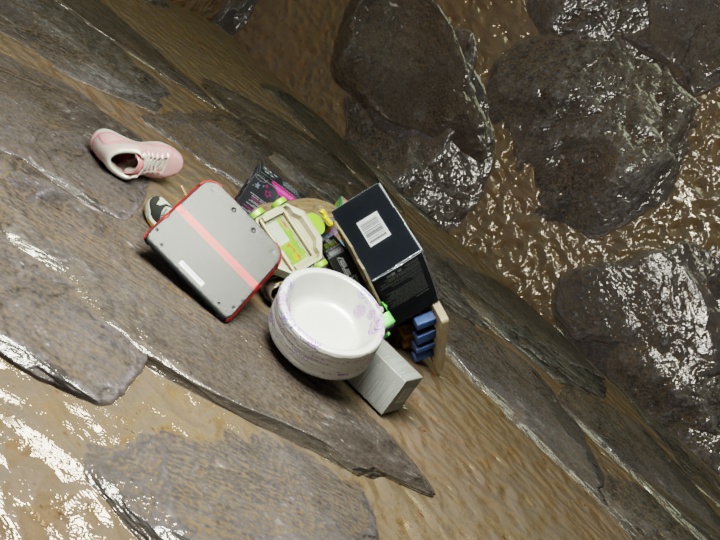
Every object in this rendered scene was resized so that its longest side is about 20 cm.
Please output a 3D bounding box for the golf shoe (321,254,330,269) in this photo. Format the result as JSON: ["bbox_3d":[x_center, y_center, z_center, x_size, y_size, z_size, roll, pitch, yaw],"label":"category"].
[{"bbox_3d":[-0.089,0.049,1.804,0.090,0.074,0.201,-9,45,-26],"label":"golf shoe"}]

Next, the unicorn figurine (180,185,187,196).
[{"bbox_3d":[-0.252,-0.069,1.671,0.197,0.074,0.138,13,34,-35],"label":"unicorn figurine"}]

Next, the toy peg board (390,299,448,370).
[{"bbox_3d":[0.105,0.102,1.937,0.202,0.096,0.201,87,-19,-53],"label":"toy peg board"}]

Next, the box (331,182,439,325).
[{"bbox_3d":[0.054,-0.031,1.806,0.202,0.123,0.197,59,-1,34],"label":"box"}]

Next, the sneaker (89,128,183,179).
[{"bbox_3d":[-0.423,-0.209,1.716,0.198,0.076,0.105,14,22,-43],"label":"sneaker"}]

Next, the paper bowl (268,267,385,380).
[{"bbox_3d":[-0.063,0.101,1.515,0.197,0.105,0.203,16,40,-14],"label":"paper bowl"}]

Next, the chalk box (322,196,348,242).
[{"bbox_3d":[-0.032,-0.082,2.046,0.123,0.201,0.125,35,14,-9],"label":"chalk box"}]

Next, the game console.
[{"bbox_3d":[-0.243,-0.038,1.489,0.200,0.177,0.031,45,-31,-6],"label":"game console"}]

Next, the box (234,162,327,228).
[{"bbox_3d":[-0.185,-0.130,1.993,0.199,0.115,0.132,36,13,-13],"label":"box"}]

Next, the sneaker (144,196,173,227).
[{"bbox_3d":[-0.318,-0.085,1.575,0.075,0.088,0.200,18,23,-49],"label":"sneaker"}]

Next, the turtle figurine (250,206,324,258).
[{"bbox_3d":[-0.143,-0.045,1.757,0.197,0.151,0.101,26,-26,12],"label":"turtle figurine"}]

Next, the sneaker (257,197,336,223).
[{"bbox_3d":[-0.143,-0.089,1.898,0.196,0.114,0.072,-5,39,-29],"label":"sneaker"}]

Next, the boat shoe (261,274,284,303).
[{"bbox_3d":[-0.094,0.057,1.680,0.197,0.073,0.060,18,13,-22],"label":"boat shoe"}]

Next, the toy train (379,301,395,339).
[{"bbox_3d":[0.032,0.117,1.732,0.057,0.041,0.200,56,-17,13],"label":"toy train"}]

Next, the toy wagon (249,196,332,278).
[{"bbox_3d":[-0.125,-0.063,1.674,0.157,0.039,0.199,56,40,1],"label":"toy wagon"}]

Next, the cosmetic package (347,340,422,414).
[{"bbox_3d":[0.010,0.164,1.630,0.199,0.091,0.106,41,13,20],"label":"cosmetic package"}]

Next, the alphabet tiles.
[{"bbox_3d":[0.000,0.000,1.746,0.167,0.006,0.202,57,-6,51],"label":"alphabet tiles"}]

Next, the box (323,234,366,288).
[{"bbox_3d":[-0.027,0.017,1.868,0.162,0.044,0.200,63,-3,-13],"label":"box"}]
